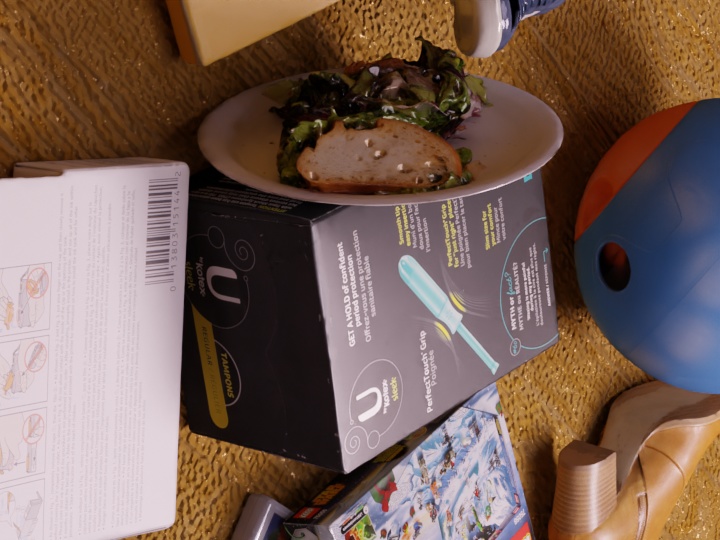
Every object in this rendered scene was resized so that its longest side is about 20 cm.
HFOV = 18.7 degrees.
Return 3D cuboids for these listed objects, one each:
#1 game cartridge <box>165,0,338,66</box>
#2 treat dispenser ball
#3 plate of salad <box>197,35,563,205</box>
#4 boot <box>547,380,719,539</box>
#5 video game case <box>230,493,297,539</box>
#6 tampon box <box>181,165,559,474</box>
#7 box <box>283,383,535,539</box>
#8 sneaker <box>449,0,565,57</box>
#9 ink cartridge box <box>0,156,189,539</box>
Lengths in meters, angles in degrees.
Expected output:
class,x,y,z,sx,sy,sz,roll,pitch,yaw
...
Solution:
class,x,y,z,sx,sy,sz,roll,pitch,yaw
game cartridge,-0.048,-0.236,1.183,0.176,0.032,0.201,-29,118,-26
treat dispenser ball,0.245,-0.017,1.482,0.200,0.200,0.202,-14,109,-48
plate of salad,0.010,-0.085,1.182,0.200,0.199,0.048,-29,126,-43
boot,0.203,0.170,1.587,0.201,0.071,0.145,-25,122,-42
video game case,-0.041,0.257,1.337,0.200,0.022,0.183,40,68,-46
tampon box,0.000,0.000,1.247,0.200,0.126,0.151,-28,118,-43
box,0.037,0.171,1.370,0.200,0.040,0.138,-36,117,-48
sneaker,0.094,-0.176,1.279,0.200,0.084,0.075,-88,173,-70
ink cartridge box,-0.165,0.045,1.122,0.176,0.045,0.201,-7,103,-50
